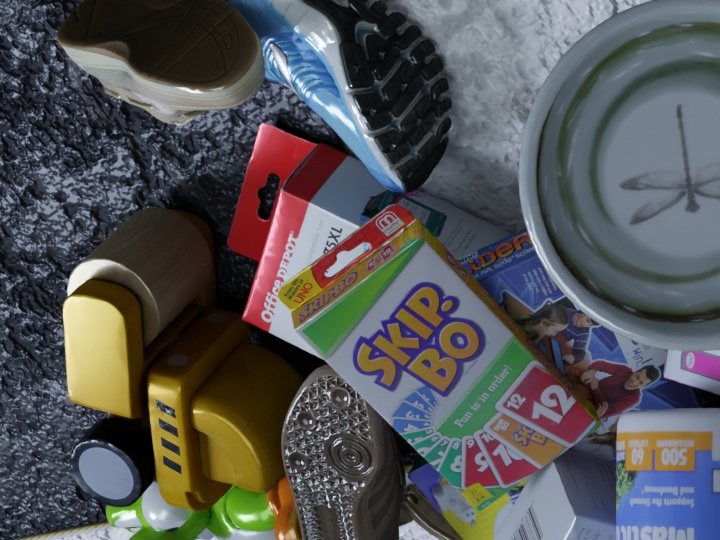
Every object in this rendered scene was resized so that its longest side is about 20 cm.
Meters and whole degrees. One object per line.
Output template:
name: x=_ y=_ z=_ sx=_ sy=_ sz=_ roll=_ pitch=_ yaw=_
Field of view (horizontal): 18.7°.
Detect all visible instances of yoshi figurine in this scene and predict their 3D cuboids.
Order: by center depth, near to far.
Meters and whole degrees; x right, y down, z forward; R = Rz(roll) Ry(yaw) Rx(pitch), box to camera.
yoshi figurine: x=-0.099 y=0.194 z=1.570 sx=0.200 sy=0.112 sz=0.112 roll=-8 pitch=123 yaw=35

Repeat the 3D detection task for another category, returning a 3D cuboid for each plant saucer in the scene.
plant saucer: x=0.188 y=-0.055 z=1.247 sx=0.200 sy=0.050 sz=0.200 roll=0 pitch=93 yaw=-1

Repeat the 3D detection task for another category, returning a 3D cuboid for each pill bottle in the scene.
pill bottle: x=0.201 y=0.181 z=1.248 sx=0.112 sy=0.112 sz=0.200 roll=-3 pitch=81 yaw=29

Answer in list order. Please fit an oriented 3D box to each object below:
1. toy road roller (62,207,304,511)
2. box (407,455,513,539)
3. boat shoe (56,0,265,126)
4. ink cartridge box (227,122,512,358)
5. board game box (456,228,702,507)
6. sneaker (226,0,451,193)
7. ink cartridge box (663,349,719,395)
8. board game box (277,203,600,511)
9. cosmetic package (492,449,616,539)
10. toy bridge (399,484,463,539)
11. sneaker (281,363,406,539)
toy road roller: x=-0.109 y=0.068 z=1.471 sx=0.146 sy=0.123 sz=0.200 roll=11 pitch=123 yaw=22
box: x=0.138 y=0.178 z=1.471 sx=0.200 sy=0.048 sz=0.117 roll=48 pitch=130 yaw=-10
boat shoe: x=-0.115 y=-0.127 z=1.355 sx=0.200 sy=0.072 sz=0.065 roll=18 pitch=150 yaw=51
ink cartridge box: x=0.000 y=0.000 z=1.408 sx=0.200 sy=0.067 sz=0.116 roll=25 pitch=128 yaw=9
board game box: x=0.128 y=0.063 z=1.345 sx=0.135 sy=0.034 sz=0.200 roll=-23 pitch=122 yaw=6
sneaker: x=-0.020 y=-0.134 z=1.342 sx=0.200 sy=0.078 sz=0.090 roll=56 pitch=144 yaw=-7
ink cartridge box: x=0.262 y=0.064 z=1.234 sx=0.200 sy=0.095 sz=0.037 roll=-168 pitch=84 yaw=-67
board game box: x=0.047 y=0.053 z=1.294 sx=0.095 sy=0.030 sz=0.200 roll=-37 pitch=116 yaw=14
cosmetic package: x=0.188 y=0.196 z=1.368 sx=0.200 sy=0.081 sz=0.113 roll=19 pitch=115 yaw=-20
toy bridge: x=0.090 y=0.234 z=1.545 sx=0.067 sy=0.027 sz=0.200 roll=-27 pitch=105 yaw=37
sneaker: x=-0.006 y=0.129 z=1.457 sx=0.070 sy=0.076 sz=0.200 roll=15 pitch=128 yaw=18
